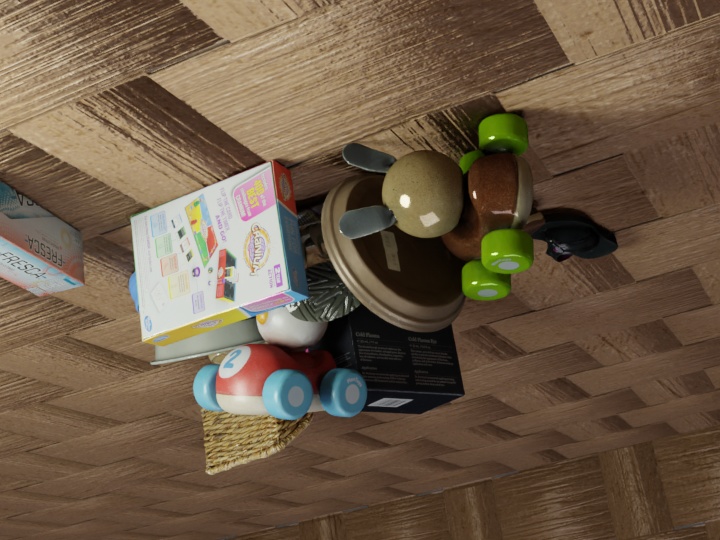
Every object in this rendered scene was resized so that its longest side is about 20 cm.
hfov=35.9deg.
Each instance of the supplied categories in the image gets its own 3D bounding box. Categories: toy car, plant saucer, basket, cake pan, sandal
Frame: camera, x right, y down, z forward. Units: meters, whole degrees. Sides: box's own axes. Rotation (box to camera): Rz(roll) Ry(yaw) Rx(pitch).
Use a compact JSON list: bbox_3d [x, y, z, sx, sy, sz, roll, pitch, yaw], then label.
[{"bbox_3d":[-0.104,0.084,1.436,0.176,0.202,0.183,4,176,-42],"label":"toy car"},{"bbox_3d":[0.046,-0.026,1.229,0.199,0.202,0.029,8,146,-37],"label":"plant saucer"},{"bbox_3d":[-0.178,0.284,2.015,0.199,0.150,0.142,-25,154,34],"label":"basket"},{"bbox_3d":[-0.203,0.096,1.581,0.198,0.037,0.200,-12,179,0],"label":"cake pan"},{"bbox_3d":[0.295,-0.037,1.517,0.075,0.048,0.200,-25,155,37],"label":"sandal"},{"bbox_3d":[0.075,-0.073,1.192,0.198,0.166,0.158,5,157,-9],"label":"toy car"}]

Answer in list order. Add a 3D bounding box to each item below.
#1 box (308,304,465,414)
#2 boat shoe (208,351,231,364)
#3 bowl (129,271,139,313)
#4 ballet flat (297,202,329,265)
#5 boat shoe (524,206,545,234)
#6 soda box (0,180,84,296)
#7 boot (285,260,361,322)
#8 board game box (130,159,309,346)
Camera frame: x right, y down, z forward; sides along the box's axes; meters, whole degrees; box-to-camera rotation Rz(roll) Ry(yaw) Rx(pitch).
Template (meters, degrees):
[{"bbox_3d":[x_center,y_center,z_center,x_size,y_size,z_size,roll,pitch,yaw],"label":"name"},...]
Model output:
[{"bbox_3d":[0.031,0.100,1.574,0.199,0.184,0.104,9,154,-38],"label":"box"},{"bbox_3d":[-0.150,0.147,1.771,0.198,0.077,0.072,4,156,-31],"label":"boat shoe"},{"bbox_3d":[-0.207,0.026,1.484,0.199,0.040,0.201,-8,160,-3],"label":"bowl"},{"bbox_3d":[-0.061,-0.042,1.326,0.199,0.073,0.072,-16,158,19],"label":"ballet flat"},{"bbox_3d":[0.150,-0.057,1.378,0.201,0.075,0.075,-21,164,-44],"label":"boat shoe"},{"bbox_3d":[-0.376,-0.035,1.209,0.063,0.069,0.200,-14,160,12],"label":"soda box"},{"bbox_3d":[0.000,0.002,1.371,0.180,0.073,0.200,-21,-175,3],"label":"boot"},{"bbox_3d":[-0.160,-0.016,1.232,0.199,0.154,0.040,-18,159,24],"label":"board game box"}]
